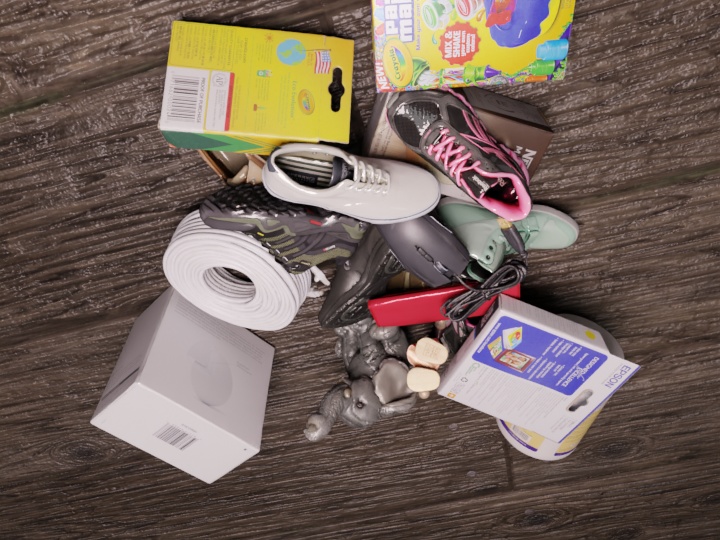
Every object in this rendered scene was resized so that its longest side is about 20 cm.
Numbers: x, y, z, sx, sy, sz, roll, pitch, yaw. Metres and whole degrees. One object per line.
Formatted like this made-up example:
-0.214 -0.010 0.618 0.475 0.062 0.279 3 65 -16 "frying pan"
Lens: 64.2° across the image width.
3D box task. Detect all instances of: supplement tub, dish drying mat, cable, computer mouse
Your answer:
0.310 0.184 0.908 0.144 0.146 0.201 9 126 -8 "supplement tub"
0.114 0.044 0.773 0.198 0.018 0.077 -10 144 11 "dish drying mat"
-0.168 0.004 0.783 0.199 0.070 0.200 -15 131 34 "cable"
0.106 -0.033 0.674 0.140 0.046 0.200 -32 104 24 "computer mouse"

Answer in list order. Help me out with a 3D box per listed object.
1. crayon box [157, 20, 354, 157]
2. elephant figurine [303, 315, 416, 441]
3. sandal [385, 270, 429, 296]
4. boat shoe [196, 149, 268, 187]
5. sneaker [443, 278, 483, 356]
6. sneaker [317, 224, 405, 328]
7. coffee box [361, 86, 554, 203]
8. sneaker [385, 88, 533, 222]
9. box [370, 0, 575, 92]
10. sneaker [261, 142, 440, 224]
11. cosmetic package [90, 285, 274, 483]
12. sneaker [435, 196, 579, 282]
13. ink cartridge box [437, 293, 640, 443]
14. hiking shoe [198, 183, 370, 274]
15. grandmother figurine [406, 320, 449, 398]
-0.109 -0.195 0.631 0.198 0.128 0.051 5 168 -4 "crayon box"
0.009 0.174 0.848 0.154 0.201 0.142 4 147 3 "elephant figurine"
0.075 -0.017 0.808 0.080 0.054 0.202 22 124 38 "sandal"
-0.134 -0.114 0.698 0.076 0.072 0.200 -33 108 35 "boat shoe"
0.162 0.071 0.857 0.080 0.087 0.201 -5 127 4 "sneaker"
0.000 0.000 0.796 0.076 0.091 0.200 7 129 -49 "sneaker"
0.111 -0.158 0.690 0.198 0.080 0.115 13 126 -11 "coffee box"
0.112 -0.119 0.610 0.199 0.096 0.079 31 122 -20 "sneaker"
0.102 -0.298 0.561 0.191 0.122 0.201 -4 127 3 "box"
-0.006 -0.092 0.615 0.198 0.071 0.074 3 86 -8 "sneaker"
-0.246 0.163 0.844 0.123 0.201 0.199 -36 119 26 "cosmetic package"
0.194 -0.026 0.758 0.198 0.119 0.074 7 144 -3 "sneaker"
0.236 0.140 0.795 0.198 0.047 0.198 21 130 -5 "ink cartridge box"
-0.089 -0.037 0.670 0.198 0.076 0.101 6 121 -21 "hiking shoe"
0.102 0.123 0.844 0.060 0.200 0.122 25 89 9 "grandmother figurine"
